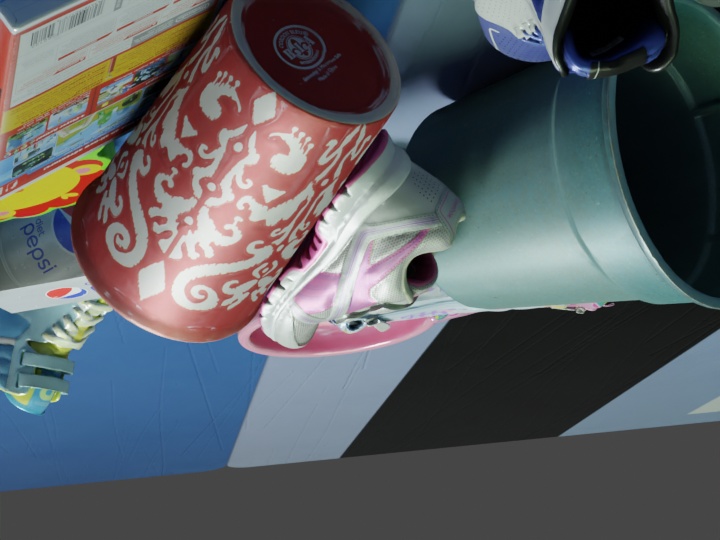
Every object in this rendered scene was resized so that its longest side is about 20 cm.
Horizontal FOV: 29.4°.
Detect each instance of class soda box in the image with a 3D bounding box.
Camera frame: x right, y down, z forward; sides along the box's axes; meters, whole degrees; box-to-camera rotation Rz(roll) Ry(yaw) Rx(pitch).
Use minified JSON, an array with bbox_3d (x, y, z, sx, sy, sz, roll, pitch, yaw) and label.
[{"bbox_3d":[-0.200,-0.018,1.082,0.200,0.064,0.068,-10,164,9],"label":"soda box"}]

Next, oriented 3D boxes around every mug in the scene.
[{"bbox_3d":[-0.073,-0.083,0.820,0.133,0.178,0.200,19,137,-22],"label":"mug"}]

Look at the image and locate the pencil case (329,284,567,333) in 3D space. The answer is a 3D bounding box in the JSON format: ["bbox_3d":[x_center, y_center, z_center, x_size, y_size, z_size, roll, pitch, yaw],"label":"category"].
[{"bbox_3d":[0.071,-0.001,1.085,0.200,0.091,0.083,-7,123,-7],"label":"pencil case"}]

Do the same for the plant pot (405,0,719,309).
[{"bbox_3d":[0.145,-0.059,0.908,0.200,0.201,0.196,9,164,-43],"label":"plant pot"}]

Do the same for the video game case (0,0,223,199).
[{"bbox_3d":[-0.139,-0.114,0.747,0.143,0.017,0.200,-33,171,-27],"label":"video game case"}]

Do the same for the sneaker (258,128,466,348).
[{"bbox_3d":[0.000,0.000,0.895,0.088,0.081,0.200,32,141,-5],"label":"sneaker"}]

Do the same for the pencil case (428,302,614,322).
[{"bbox_3d":[0.141,0.001,1.235,0.200,0.088,0.087,-3,163,-25],"label":"pencil case"}]

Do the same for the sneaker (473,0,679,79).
[{"bbox_3d":[0.110,-0.142,0.725,0.080,0.115,0.199,-4,163,-9],"label":"sneaker"}]

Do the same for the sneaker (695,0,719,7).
[{"bbox_3d":[0.246,-0.150,0.709,0.078,0.140,0.200,0,161,-25],"label":"sneaker"}]

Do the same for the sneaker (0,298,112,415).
[{"bbox_3d":[-0.247,0.052,1.177,0.200,0.131,0.080,-16,160,24],"label":"sneaker"}]

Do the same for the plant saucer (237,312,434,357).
[{"bbox_3d":[-0.024,0.038,1.364,0.200,0.051,0.201,-6,162,-2],"label":"plant saucer"}]

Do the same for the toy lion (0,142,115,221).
[{"bbox_3d":[-0.236,-0.076,0.901,0.200,0.069,0.192,-23,164,41],"label":"toy lion"}]
